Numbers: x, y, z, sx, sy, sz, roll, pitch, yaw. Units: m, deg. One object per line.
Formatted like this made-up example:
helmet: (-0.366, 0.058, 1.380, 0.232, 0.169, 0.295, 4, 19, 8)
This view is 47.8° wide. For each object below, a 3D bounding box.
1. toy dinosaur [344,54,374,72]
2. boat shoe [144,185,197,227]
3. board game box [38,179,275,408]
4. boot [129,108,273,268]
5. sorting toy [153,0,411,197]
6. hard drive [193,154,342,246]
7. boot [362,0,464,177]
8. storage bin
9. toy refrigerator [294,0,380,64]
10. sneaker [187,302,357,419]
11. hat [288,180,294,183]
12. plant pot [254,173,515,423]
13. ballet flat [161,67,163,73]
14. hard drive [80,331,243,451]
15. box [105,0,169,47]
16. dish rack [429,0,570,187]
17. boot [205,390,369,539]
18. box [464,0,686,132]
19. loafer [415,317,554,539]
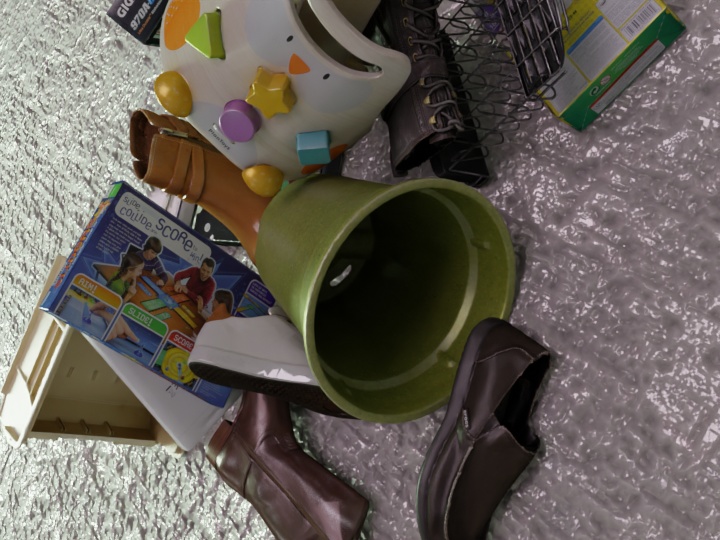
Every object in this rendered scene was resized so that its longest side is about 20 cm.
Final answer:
toy dinosaur: (-0.017, -0.196, 0.806, 0.202, 0.100, 0.058, -61, 3, -30)
boat shoe: (-0.234, -0.083, 0.992, 0.071, 0.069, 0.203, -126, 52, -79)
board game box: (-0.184, 0.027, 0.782, 0.034, 0.199, 0.137, 2, 60, 53)
boot: (-0.149, -0.075, 0.817, 0.074, 0.154, 0.201, -48, 52, 22)
sorting toy: (-0.055, -0.162, 0.635, 0.179, 0.200, 0.108, -24, 31, 48)
hard drive: (-0.106, -0.095, 0.914, 0.198, 0.038, 0.142, 4, 82, 44)
boot: (0.053, -0.186, 0.650, 0.200, 0.068, 0.177, 129, 130, -65)
storage bin: (-0.265, 0.106, 0.897, 0.093, 0.198, 0.201, 36, 104, 43)
toy refrigerator: (-0.031, -0.236, 0.666, 0.200, 0.069, 0.077, 148, 117, -71)
sneaker: (-0.054, 0.077, 0.755, 0.073, 0.197, 0.086, 105, -178, -59)
hat: (-0.069, -0.194, 0.799, 0.167, 0.174, 0.201, -60, -3, -39)
plant pot: (0.000, 0.000, 0.707, 0.184, 0.198, 0.203, 30, 100, 53)
ballet flat: (-0.179, -0.203, 0.935, 0.074, 0.200, 0.065, -13, 94, 1)
hard drive: (-0.190, 0.062, 0.816, 0.132, 0.201, 0.027, -46, 26, -27)
box: (-0.154, -0.295, 0.799, 0.046, 0.200, 0.160, 38, 103, -5)
dish rack: (0.105, -0.176, 0.672, 0.200, 0.054, 0.156, -41, 60, 56)
boot: (-0.048, 0.173, 0.782, 0.199, 0.064, 0.188, 36, 103, 38)
box: (0.166, -0.229, 0.693, 0.117, 0.048, 0.202, -45, 55, 26)
loafer: (0.100, 0.140, 0.640, 0.071, 0.072, 0.203, 11, 87, 45)
